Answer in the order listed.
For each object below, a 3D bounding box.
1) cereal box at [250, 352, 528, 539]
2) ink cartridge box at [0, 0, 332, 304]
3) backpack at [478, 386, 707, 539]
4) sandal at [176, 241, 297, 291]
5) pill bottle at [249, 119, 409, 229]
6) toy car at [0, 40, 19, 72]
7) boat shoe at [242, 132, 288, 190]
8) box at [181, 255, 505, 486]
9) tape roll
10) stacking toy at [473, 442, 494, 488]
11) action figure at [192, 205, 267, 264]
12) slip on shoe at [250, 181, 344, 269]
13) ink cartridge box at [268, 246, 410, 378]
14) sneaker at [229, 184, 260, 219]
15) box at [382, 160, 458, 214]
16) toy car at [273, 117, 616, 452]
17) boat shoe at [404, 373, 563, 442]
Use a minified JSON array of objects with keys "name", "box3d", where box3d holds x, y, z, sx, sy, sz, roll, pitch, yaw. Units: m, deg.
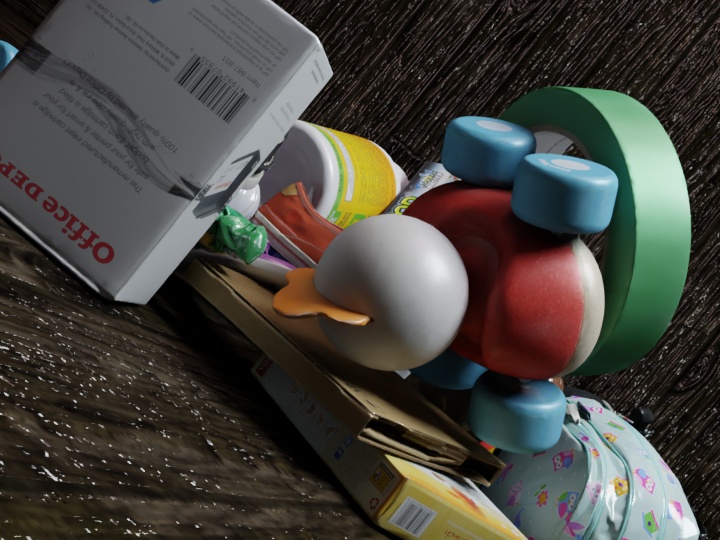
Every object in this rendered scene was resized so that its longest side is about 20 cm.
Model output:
[{"name":"cereal box","box3d":[0.020,0.127,0.793,0.144,0.040,0.200,35,4,-36]},{"name":"ink cartridge box","box3d":[-0.136,-0.099,0.735,0.145,0.200,0.084,39,-1,6]},{"name":"backpack","box3d":[0.162,0.183,0.870,0.127,0.167,0.200,22,9,-14]},{"name":"sandal","box3d":[-0.109,-0.018,0.914,0.082,0.050,0.203,21,-8,-34]},{"name":"pill bottle","box3d":[-0.029,-0.078,1.119,0.111,0.111,0.200,40,16,22]},{"name":"toy car","box3d":[-0.224,-0.182,1.097,0.177,0.200,0.184,40,1,31]},{"name":"boat shoe","box3d":[-0.135,-0.112,0.857,0.200,0.060,0.074,17,32,-44]},{"name":"box","box3d":[-0.011,0.067,0.790,0.200,0.021,0.163,37,6,40]},{"name":"tape roll","box3d":[0.144,-0.026,0.818,0.048,0.201,0.200,-1,22,-27]},{"name":"stacking toy","box3d":[0.141,0.196,1.100,0.085,0.085,0.200,39,-2,-8]},{"name":"action figure","box3d":[-0.144,-0.043,0.831,0.200,0.055,0.118,18,-9,34]},{"name":"slip on shoe","box3d":[0.000,0.000,0.986,0.200,0.061,0.074,39,3,-1]},{"name":"ink cartridge box","box3d":[-0.047,0.046,1.042,0.200,0.076,0.136,38,1,17]},{"name":"sneaker","box3d":[-0.172,-0.096,0.929,0.200,0.075,0.115,19,-23,-5]},{"name":"box","box3d":[0.075,-0.034,1.093,0.110,0.035,0.200,14,37,21]},{"name":"toy car","box3d":[0.033,0.006,0.747,0.200,0.185,0.177,0,22,-27]},{"name":"boat shoe","box3d":[0.086,0.112,0.942,0.068,0.072,0.200,14,-24,-25]}]
